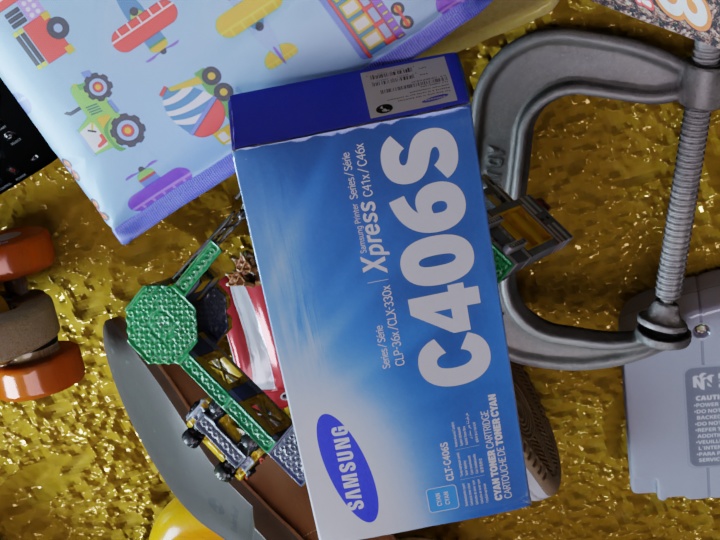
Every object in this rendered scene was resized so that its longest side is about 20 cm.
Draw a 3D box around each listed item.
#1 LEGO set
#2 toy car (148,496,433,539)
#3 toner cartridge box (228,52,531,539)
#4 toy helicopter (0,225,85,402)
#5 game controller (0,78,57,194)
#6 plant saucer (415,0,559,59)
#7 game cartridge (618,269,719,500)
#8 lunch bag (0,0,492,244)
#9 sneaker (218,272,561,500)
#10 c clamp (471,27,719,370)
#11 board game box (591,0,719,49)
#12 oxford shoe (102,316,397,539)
[{"bbox_3d":[0.000,0.000,1.006,0.153,0.116,0.201,36,108,12],"label":"LEGO set"},{"bbox_3d":[-0.035,0.210,1.179,0.175,0.151,0.200,-37,117,26],"label":"toy car"},{"bbox_3d":[0.011,0.016,0.894,0.094,0.043,0.201,-10,124,2],"label":"toner cartridge box"},{"bbox_3d":[-0.243,0.041,1.086,0.198,0.132,0.080,-7,105,25],"label":"toy helicopter"},{"bbox_3d":[-0.234,-0.055,1.062,0.199,0.042,0.104,-28,120,23],"label":"game controller"},{"bbox_3d":[-0.038,-0.168,0.961,0.199,0.049,0.201,-21,122,18],"label":"plant saucer"},{"bbox_3d":[0.232,0.054,1.118,0.198,0.041,0.134,-4,130,6],"label":"game cartridge"},{"bbox_3d":[-0.052,-0.129,0.872,0.199,0.094,0.151,-27,107,30],"label":"lunch bag"},{"bbox_3d":[0.010,0.057,1.111,0.112,0.071,0.200,-32,111,20],"label":"sneaker"},{"bbox_3d":[0.129,-0.035,1.043,0.169,0.027,0.202,13,115,3],"label":"c clamp"},{"bbox_3d":[0.138,-0.176,0.817,0.159,0.199,0.097,-36,127,-21],"label":"board game box"},{"bbox_3d":[-0.057,0.093,1.114,0.200,0.071,0.072,48,153,16],"label":"oxford shoe"}]
